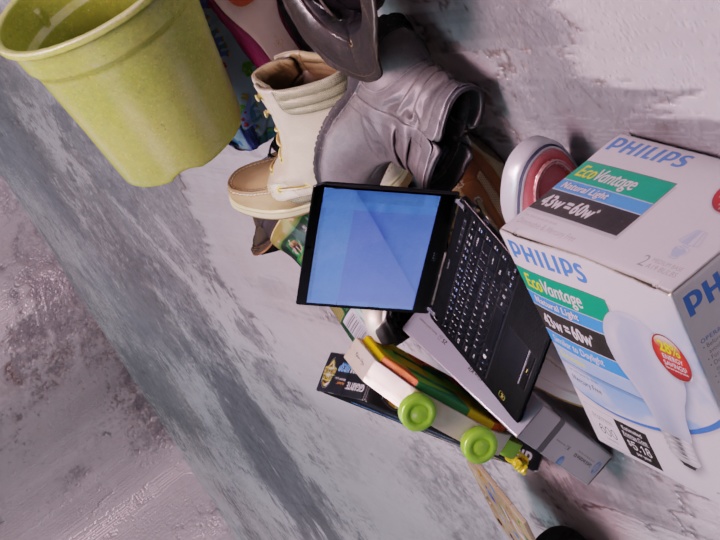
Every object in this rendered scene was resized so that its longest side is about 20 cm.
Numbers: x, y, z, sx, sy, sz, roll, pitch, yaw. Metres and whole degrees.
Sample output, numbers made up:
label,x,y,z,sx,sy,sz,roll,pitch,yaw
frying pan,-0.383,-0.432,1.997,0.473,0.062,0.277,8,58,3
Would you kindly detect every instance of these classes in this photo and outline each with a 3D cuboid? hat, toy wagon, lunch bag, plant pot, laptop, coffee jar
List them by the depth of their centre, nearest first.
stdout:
label,x,y,z,sx,sy,sz,roll,pitch,yaw
hat,-0.008,-0.241,1.357,0.201,0.081,0.201,54,164,23
laptop,0.051,0.028,1.419,0.200,0.103,0.178,51,155,23
toy wagon,0.077,0.123,1.578,0.199,0.040,0.155,29,-173,-22
plant pot,-0.205,-0.187,1.611,0.200,0.200,0.185,29,155,53
coffee jar,-0.012,-0.017,1.749,0.200,0.104,0.085,51,146,13
lunch bag,-0.148,-0.225,1.759,0.161,0.082,0.201,36,155,51

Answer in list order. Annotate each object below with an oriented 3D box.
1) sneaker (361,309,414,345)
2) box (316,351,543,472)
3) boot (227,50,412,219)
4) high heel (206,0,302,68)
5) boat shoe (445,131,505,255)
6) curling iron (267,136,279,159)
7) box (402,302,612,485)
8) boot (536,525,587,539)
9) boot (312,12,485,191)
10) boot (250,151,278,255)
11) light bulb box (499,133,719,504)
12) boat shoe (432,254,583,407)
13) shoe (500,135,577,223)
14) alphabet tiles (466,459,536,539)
label,x,y,z,sx,sy,sz,roll,pitch,yaw
sneaker,0.000,-0.001,1.618,0.201,0.093,0.071,-90,-21,-45
box,0.071,0.139,1.749,0.199,0.046,0.159,23,174,-17
boot,-0.066,-0.126,1.617,0.199,0.072,0.155,-4,134,34
high heel,-0.100,-0.217,1.653,0.200,0.067,0.096,50,152,2
boat shoe,0.102,-0.041,1.454,0.200,0.074,0.076,48,162,19
curling iron,-0.036,-0.124,1.720,0.025,0.050,0.199,28,165,-28
box,0.136,0.112,1.591,0.156,0.041,0.200,43,-176,31
boot,0.267,0.366,1.819,0.139,0.077,0.200,61,174,-38
boot,0.029,-0.098,1.437,0.132,0.069,0.201,51,144,34
boot,-0.091,-0.074,1.945,0.200,0.074,0.098,160,93,-72
light bulb box,0.226,0.035,1.187,0.198,0.125,0.201,25,147,58
boat shoe,0.139,0.040,1.521,0.200,0.070,0.071,38,-162,12
shoe,0.175,-0.014,1.333,0.091,0.071,0.201,33,157,42
alphabet tiles,0.168,0.277,1.787,0.167,0.006,0.200,62,173,-32
